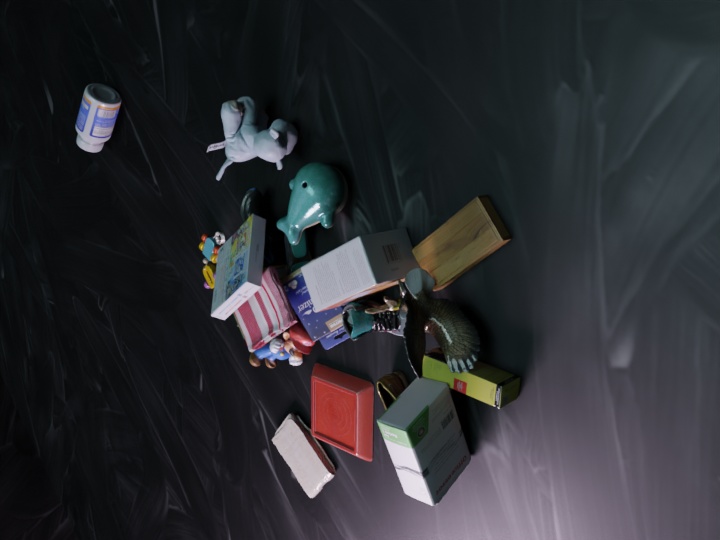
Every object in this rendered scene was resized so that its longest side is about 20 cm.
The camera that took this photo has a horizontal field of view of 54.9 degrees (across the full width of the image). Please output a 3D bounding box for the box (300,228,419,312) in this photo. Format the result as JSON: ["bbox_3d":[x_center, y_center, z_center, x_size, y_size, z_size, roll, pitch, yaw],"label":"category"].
[{"bbox_3d":[0.000,0.000,1.478,0.199,0.152,0.107,-26,81,44],"label":"box"}]

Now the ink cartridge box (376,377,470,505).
[{"bbox_3d":[0.131,0.342,1.389,0.084,0.146,0.201,7,126,44],"label":"ink cartridge box"}]

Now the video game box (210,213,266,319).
[{"bbox_3d":[-0.296,-0.008,1.681,0.182,0.047,0.201,-40,41,42],"label":"video game box"}]

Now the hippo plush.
[{"bbox_3d":[-0.241,-0.322,1.626,0.160,0.200,0.160,9,127,34],"label":"hippo plush"}]

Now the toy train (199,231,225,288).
[{"bbox_3d":[-0.375,-0.010,1.903,0.149,0.055,0.202,0,102,42],"label":"toy train"}]

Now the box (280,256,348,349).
[{"bbox_3d":[-0.096,0.083,1.626,0.121,0.032,0.201,-31,91,29],"label":"box"}]

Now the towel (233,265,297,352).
[{"bbox_3d":[-0.236,0.096,1.644,0.200,0.023,0.145,-36,75,42],"label":"towel"}]

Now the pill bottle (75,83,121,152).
[{"bbox_3d":[-0.837,-0.479,2.198,0.112,0.112,0.200,51,129,23],"label":"pill bottle"}]

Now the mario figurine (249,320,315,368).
[{"bbox_3d":[-0.185,0.204,1.707,0.199,0.123,0.106,-29,96,39],"label":"mario figurine"}]

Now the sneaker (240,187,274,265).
[{"bbox_3d":[-0.253,-0.110,1.760,0.081,0.073,0.202,15,118,32],"label":"sneaker"}]

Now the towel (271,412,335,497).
[{"bbox_3d":[-0.149,0.479,1.805,0.200,0.034,0.133,52,131,21],"label":"towel"}]

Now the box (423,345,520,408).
[{"bbox_3d":[0.212,0.208,1.377,0.199,0.075,0.051,18,111,39],"label":"box"}]

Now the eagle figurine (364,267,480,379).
[{"bbox_3d":[0.128,0.110,1.357,0.152,0.151,0.200,-40,38,-2],"label":"eagle figurine"}]

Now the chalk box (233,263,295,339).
[{"bbox_3d":[-0.244,0.085,1.747,0.200,0.124,0.125,-35,75,41],"label":"chalk box"}]

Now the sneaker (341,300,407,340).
[{"bbox_3d":[0.034,0.107,1.490,0.199,0.120,0.084,4,102,42],"label":"sneaker"}]

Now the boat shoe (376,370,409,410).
[{"bbox_3d":[0.092,0.323,1.518,0.072,0.068,0.201,-38,73,39],"label":"boat shoe"}]

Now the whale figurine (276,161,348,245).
[{"bbox_3d":[-0.121,-0.155,1.564,0.200,0.104,0.159,-47,65,15],"label":"whale figurine"}]

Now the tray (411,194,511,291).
[{"bbox_3d":[0.194,-0.051,1.365,0.200,0.037,0.099,-40,72,40],"label":"tray"}]

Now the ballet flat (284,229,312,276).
[{"bbox_3d":[-0.152,-0.029,1.683,0.073,0.073,0.202,9,111,42],"label":"ballet flat"}]

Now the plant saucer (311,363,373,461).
[{"bbox_3d":[-0.054,0.346,1.684,0.199,0.037,0.201,12,107,41],"label":"plant saucer"}]
